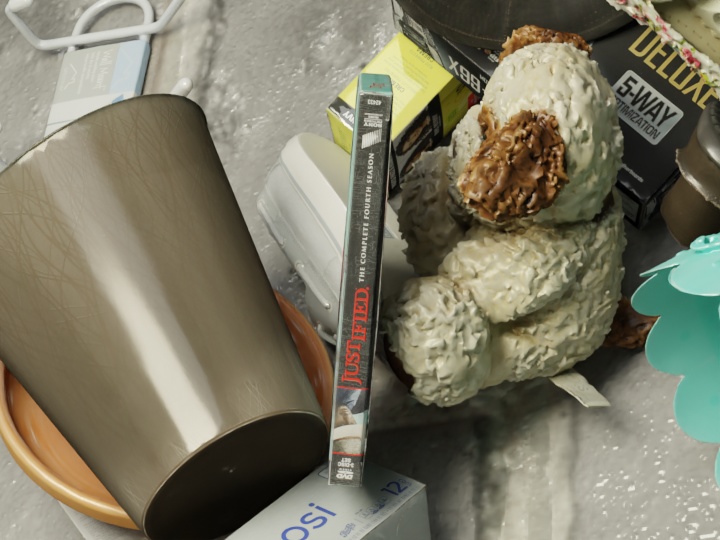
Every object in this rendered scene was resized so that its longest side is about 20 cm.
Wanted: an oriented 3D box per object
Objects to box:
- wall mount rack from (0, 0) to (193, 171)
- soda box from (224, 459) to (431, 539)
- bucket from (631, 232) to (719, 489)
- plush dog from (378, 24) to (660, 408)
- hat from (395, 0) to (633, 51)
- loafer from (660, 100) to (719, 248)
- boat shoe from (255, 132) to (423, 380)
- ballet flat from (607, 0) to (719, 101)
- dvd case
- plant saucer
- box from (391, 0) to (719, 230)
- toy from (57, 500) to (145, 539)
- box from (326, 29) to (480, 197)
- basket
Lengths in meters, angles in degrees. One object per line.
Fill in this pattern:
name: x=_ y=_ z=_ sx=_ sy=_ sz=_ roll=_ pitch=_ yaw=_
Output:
wall mount rack: x=-0.167 y=-0.135 z=1.509 sx=0.172 sy=0.075 sz=0.201 roll=-8 pitch=53 yaw=21
soda box: x=-0.047 y=0.176 z=1.157 sx=0.063 sy=0.069 sz=0.200 roll=19 pitch=39 yaw=36
bucket: x=0.241 y=0.052 z=1.074 sx=0.134 sy=0.208 sz=0.207 roll=-34 pitch=47 yaw=-8
plush dog: x=0.096 y=-0.038 z=1.209 sx=0.159 sy=0.173 sz=0.201 roll=6 pitch=34 yaw=4
hat: x=0.087 y=-0.220 z=1.277 sx=0.200 sy=0.201 sz=0.081 roll=-36 pitch=27 yaw=-3
loafer: x=0.197 y=-0.036 z=1.190 sx=0.073 sy=0.200 sz=0.071 roll=43 pitch=99 yaw=13
boat shoe: x=-0.005 y=0.006 z=1.324 sx=0.069 sy=0.072 sz=0.201 roll=-51 pitch=58 yaw=26
ballet flat: x=0.189 y=-0.152 z=1.235 sx=0.076 sy=0.199 sz=0.064 roll=-54 pitch=13 yaw=-8
dvd case: x=0.000 y=0.000 z=1.191 sx=0.022 sy=0.202 sz=0.146 roll=3 pitch=9 yaw=-1
plant saucer: x=-0.114 y=0.074 z=1.296 sx=0.198 sy=0.038 sz=0.201 roll=5 pitch=46 yaw=-5
box: x=0.142 y=-0.146 z=1.323 sx=0.200 sy=0.050 sz=0.158 roll=41 pitch=78 yaw=15
toy: x=-0.154 y=0.086 z=1.344 sx=0.115 sy=0.047 sz=0.200 roll=-28 pitch=52 yaw=-22
box: x=0.064 y=-0.141 z=1.391 sx=0.050 sy=0.075 sz=0.200 roll=39 pitch=76 yaw=17
basket: x=-0.112 y=0.035 z=1.214 sx=0.180 sy=0.136 sz=0.201 roll=-39 pitch=62 yaw=8
